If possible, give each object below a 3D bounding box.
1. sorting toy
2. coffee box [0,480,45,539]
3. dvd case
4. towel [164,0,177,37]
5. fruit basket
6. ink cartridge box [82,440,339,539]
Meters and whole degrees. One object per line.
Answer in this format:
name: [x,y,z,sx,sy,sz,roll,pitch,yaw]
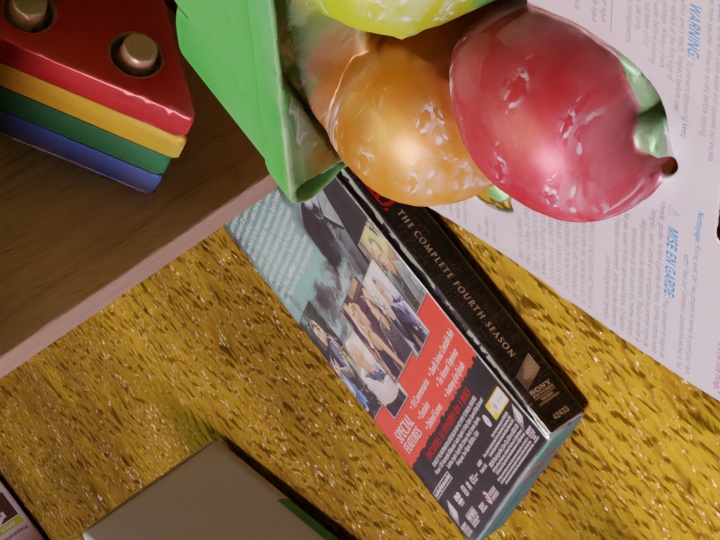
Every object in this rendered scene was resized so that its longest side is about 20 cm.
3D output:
sorting toy: [-0.146,-0.070,0.931,0.199,0.200,0.070,47,145,10]
coffee box: [-0.225,0.232,1.937,0.200,0.080,0.114,51,161,13]
dvd case: [0.000,0.000,1.080,0.200,0.022,0.146,51,161,11]
towel: [-0.106,-0.121,1.034,0.145,0.022,0.200,-6,112,46]
fruit basket: [0.039,-0.064,0.811,0.200,0.094,0.185,30,153,21]
ink cartridge box: [-0.033,0.202,1.403,0.146,0.084,0.200,33,152,50]
